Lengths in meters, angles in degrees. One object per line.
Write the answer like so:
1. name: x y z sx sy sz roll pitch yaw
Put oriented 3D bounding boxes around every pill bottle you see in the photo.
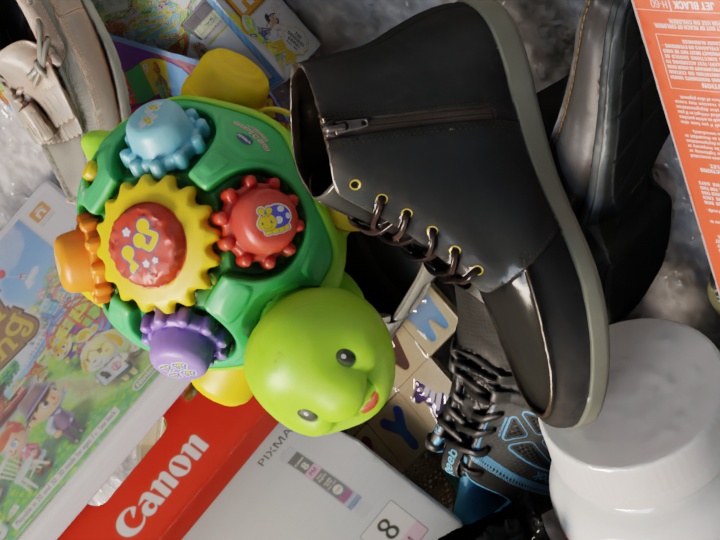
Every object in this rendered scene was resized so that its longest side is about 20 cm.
1. pill bottle: 0.155 0.120 1.204 0.109 0.110 0.200 12 145 33

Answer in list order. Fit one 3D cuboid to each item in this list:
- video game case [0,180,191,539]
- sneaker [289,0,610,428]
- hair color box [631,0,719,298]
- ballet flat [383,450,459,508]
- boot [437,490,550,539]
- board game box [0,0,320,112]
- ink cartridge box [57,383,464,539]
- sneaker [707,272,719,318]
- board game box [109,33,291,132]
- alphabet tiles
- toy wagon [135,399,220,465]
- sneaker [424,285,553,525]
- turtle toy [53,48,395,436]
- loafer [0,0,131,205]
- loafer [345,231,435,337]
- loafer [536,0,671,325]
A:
1. video game case: -0.188 0.064 1.364 0.182 0.200 0.022 35 173 43
2. sneaker: 0.037 -0.013 1.106 0.075 0.106 0.200 -10 99 69
3. hair color box: 0.179 -0.068 1.026 0.061 0.102 0.200 7 133 36
4. ballet flat: -0.018 0.128 1.428 0.065 0.071 0.200 43 149 -27
5. boot: 0.092 0.198 1.244 0.163 0.073 0.198 60 174 5
6. board game box: -0.125 -0.122 1.291 0.135 0.034 0.200 49 142 -10
7. ink cartridge box: -0.069 0.141 1.298 0.200 0.163 0.057 37 168 11
8. sneaker: 0.225 0.080 1.145 0.200 0.089 0.077 49 143 -10
9. board game box: -0.094 -0.030 1.248 0.200 0.039 0.158 20 126 42
10. alphabet tiles: -0.031 0.023 1.329 0.200 0.006 0.166 49 132 8
11. toy wagon: -0.101 0.133 1.408 0.039 0.200 0.155 -1 124 -16
12. sneaker: 0.074 0.067 1.235 0.073 0.082 0.200 41 160 38
13. turtle toy: -0.060 -0.002 1.143 0.200 0.101 0.146 39 111 16
14. loafer: -0.168 -0.125 1.221 0.072 0.063 0.200 -9 97 52
15. loafer: 0.000 0.000 1.243 0.070 0.070 0.200 47 130 9
16. loafer: 0.101 -0.060 1.130 0.072 0.073 0.200 28 140 24
